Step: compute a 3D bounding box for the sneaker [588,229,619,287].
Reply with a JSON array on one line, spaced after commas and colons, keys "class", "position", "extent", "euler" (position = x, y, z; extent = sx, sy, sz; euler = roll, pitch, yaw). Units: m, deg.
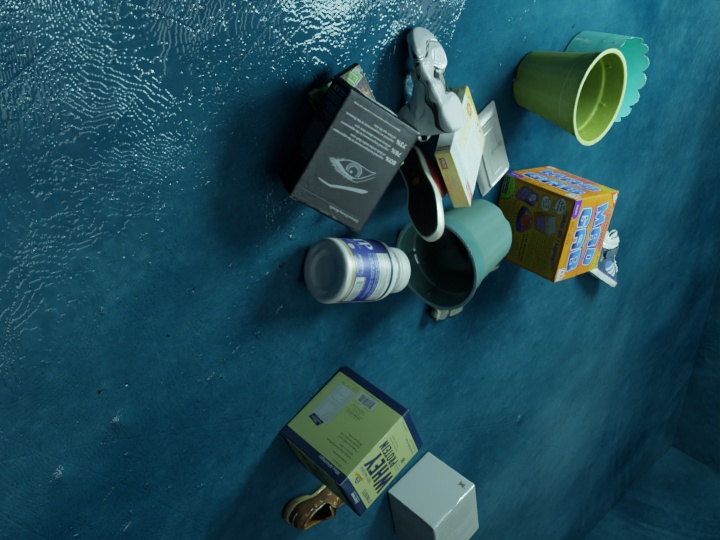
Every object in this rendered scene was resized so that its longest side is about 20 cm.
[{"class": "sneaker", "position": [0.741, -0.043, 2.285], "extent": [0.199, 0.080, 0.148], "euler": [24, 97, -46]}]

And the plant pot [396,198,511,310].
[{"class": "plant pot", "position": [0.211, -0.049, 1.621], "extent": [0.195, 0.199, 0.203], "euler": [-31, 133, -42]}]

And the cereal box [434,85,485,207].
[{"class": "cereal box", "position": [0.200, -0.246, 1.524], "extent": [0.145, 0.039, 0.202], "euler": [62, 36, -42]}]

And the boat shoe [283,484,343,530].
[{"class": "boat shoe", "position": [-0.079, 0.528, 1.720], "extent": [0.198, 0.067, 0.073], "euler": [-13, 121, -43]}]

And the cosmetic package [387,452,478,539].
[{"class": "cosmetic package", "position": [0.193, 0.626, 2.001], "extent": [0.167, 0.165, 0.202], "euler": [-36, 135, -28]}]

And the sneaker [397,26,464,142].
[{"class": "sneaker", "position": [0.112, -0.339, 1.427], "extent": [0.075, 0.114, 0.202], "euler": [-24, 94, -37]}]

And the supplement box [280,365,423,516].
[{"class": "supplement box", "position": [-0.017, 0.345, 1.577], "extent": [0.200, 0.199, 0.135], "euler": [-43, 137, -19]}]

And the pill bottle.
[{"class": "pill bottle", "position": [0.000, 0.000, 1.459], "extent": [0.198, 0.119, 0.121], "euler": [0, 112, -48]}]

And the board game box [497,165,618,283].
[{"class": "board game box", "position": [0.457, -0.116, 1.832], "extent": [0.198, 0.199, 0.203], "euler": [-13, 122, -43]}]

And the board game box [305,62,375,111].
[{"class": "board game box", "position": [-0.006, -0.244, 1.331], "extent": [0.104, 0.023, 0.201], "euler": [-33, 121, -7]}]

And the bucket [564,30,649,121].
[{"class": "bucket", "position": [0.568, -0.461, 1.807], "extent": [0.206, 0.134, 0.210], "euler": [-25, 128, -36]}]

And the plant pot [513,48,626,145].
[{"class": "plant pot", "position": [0.439, -0.394, 1.660], "extent": [0.199, 0.189, 0.203], "euler": [-26, 129, -37]}]

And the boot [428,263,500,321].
[{"class": "boot", "position": [0.239, 0.037, 1.799], "extent": [0.198, 0.068, 0.132], "euler": [-19, 130, -32]}]

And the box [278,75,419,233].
[{"class": "box", "position": [-0.022, -0.190, 1.271], "extent": [0.147, 0.105, 0.201], "euler": [27, 105, -27]}]

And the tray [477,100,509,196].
[{"class": "tray", "position": [0.288, -0.265, 1.702], "extent": [0.108, 0.022, 0.201], "euler": [-47, 139, -19]}]

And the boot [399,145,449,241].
[{"class": "boot", "position": [0.150, -0.139, 1.505], "extent": [0.072, 0.203, 0.143], "euler": [-27, 152, 31]}]
